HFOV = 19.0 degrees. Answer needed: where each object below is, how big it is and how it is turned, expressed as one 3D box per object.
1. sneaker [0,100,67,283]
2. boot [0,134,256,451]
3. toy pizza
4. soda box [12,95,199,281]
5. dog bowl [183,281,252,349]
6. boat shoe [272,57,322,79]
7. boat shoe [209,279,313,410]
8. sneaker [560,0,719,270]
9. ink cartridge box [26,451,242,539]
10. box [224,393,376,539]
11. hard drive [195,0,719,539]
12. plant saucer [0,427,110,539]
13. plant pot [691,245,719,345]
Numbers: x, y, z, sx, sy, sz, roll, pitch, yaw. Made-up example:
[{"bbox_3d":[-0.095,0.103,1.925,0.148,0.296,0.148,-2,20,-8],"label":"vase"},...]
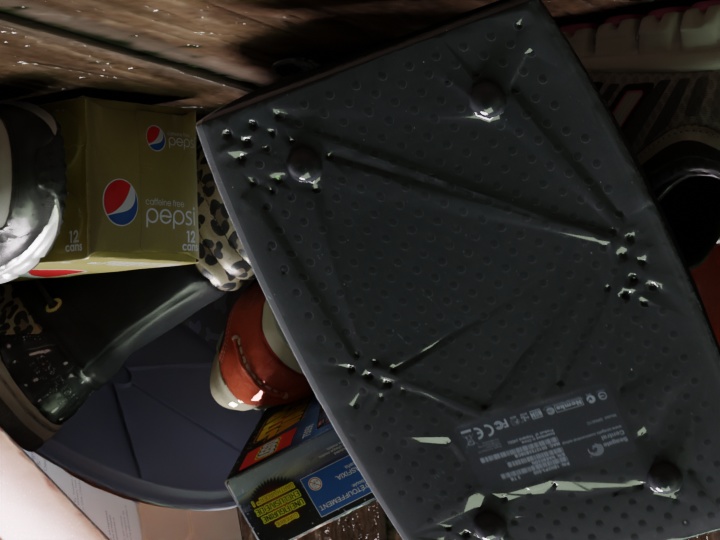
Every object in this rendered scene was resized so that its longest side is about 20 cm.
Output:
[{"bbox_3d":[-0.199,-0.030,0.875,0.200,0.074,0.080,-6,172,40],"label":"sneaker"},{"bbox_3d":[-0.115,-0.017,1.019,0.154,0.073,0.204,-34,-149,11],"label":"boot"},{"bbox_3d":[-0.134,0.061,1.094,0.200,0.032,0.200,27,-159,-12],"label":"toy pizza"},{"bbox_3d":[-0.161,-0.030,0.934,0.200,0.068,0.064,-5,175,41],"label":"soda box"},{"bbox_3d":[-0.019,0.022,1.256,0.200,0.059,0.200,-29,155,-15],"label":"dog bowl"},{"bbox_3d":[-0.021,-0.048,0.831,0.071,0.091,0.200,-43,-154,-3],"label":"boat shoe"},{"bbox_3d":[0.000,0.000,1.015,0.063,0.071,0.200,-40,-177,44],"label":"boat shoe"},{"bbox_3d":[0.092,-0.041,0.762,0.074,0.087,0.200,0,176,-43],"label":"sneaker"},{"bbox_3d":[-0.155,0.136,1.229,0.067,0.116,0.200,-5,172,-40],"label":"ink cartridge box"},{"bbox_3d":[0.020,0.054,0.985,0.137,0.040,0.200,-27,-172,11],"label":"box"},{"bbox_3d":[0.045,0.010,0.716,0.135,0.200,0.042,-19,-157,21],"label":"hard drive"},{"bbox_3d":[-0.184,0.095,1.031,0.200,0.037,0.200,31,162,45],"label":"plant saucer"},{"bbox_3d":[0.211,0.007,0.982,0.195,0.201,0.201,-12,174,17],"label":"plant pot"}]
